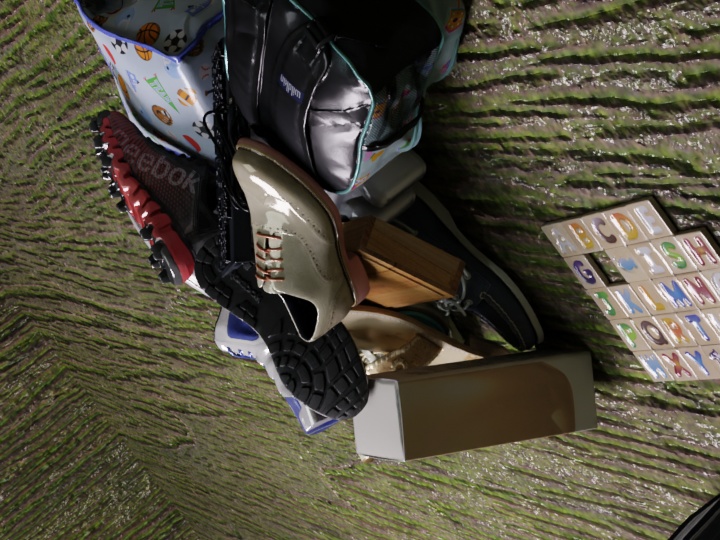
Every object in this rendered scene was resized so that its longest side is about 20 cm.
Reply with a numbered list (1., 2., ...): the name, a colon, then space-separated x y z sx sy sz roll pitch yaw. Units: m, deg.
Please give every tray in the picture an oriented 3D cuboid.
1. tray: 0.000 0.000 1.357 0.098 0.037 0.200 26 164 -21

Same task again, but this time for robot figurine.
1. robot figurine: -0.035 -0.123 1.335 0.200 0.113 0.170 42 143 16

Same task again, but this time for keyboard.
1. keyboard: -0.119 -0.101 1.287 0.104 0.039 0.202 149 118 -66

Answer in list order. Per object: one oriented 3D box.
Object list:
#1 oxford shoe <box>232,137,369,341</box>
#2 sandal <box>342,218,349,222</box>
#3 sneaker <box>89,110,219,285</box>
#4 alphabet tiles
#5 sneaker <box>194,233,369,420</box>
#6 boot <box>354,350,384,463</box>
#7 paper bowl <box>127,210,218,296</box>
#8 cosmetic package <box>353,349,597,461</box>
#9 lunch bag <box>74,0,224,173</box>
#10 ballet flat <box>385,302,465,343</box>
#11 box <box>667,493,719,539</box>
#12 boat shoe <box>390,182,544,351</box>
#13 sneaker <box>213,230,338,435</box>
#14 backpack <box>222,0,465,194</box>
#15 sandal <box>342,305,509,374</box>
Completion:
1. oxford shoe: -0.055 -0.021 1.224 0.070 0.074 0.201 17 149 43
2. sandal: -0.006 -0.036 1.430 0.075 0.045 0.199 22 175 41
3. sneaker: -0.186 -0.082 1.451 0.201 0.097 0.071 55 165 26
4. alphabet tiles: 0.236 0.019 1.186 0.168 0.008 0.200 53 160 -9
5. sneaker: -0.055 0.044 1.352 0.200 0.076 0.087 49 -169 12
6. boot: 0.015 0.096 1.541 0.072 0.200 0.156 -30 93 26
7. paper bowl: -0.141 -0.073 1.576 0.200 0.104 0.201 36 -154 -21
8. cosmetic package: 0.100 0.118 1.357 0.105 0.198 0.072 175 88 -66
9. lunch bag: -0.177 -0.200 1.463 0.199 0.124 0.171 20 147 38
10. ballet flat: 0.064 0.057 1.492 0.069 0.070 0.200 35 169 33
11. box: 0.345 0.289 1.281 0.200 0.117 0.197 46 159 11
12. boat shoe: 0.084 0.003 1.389 0.200 0.062 0.075 49 160 1
13. sneaker: -0.077 0.068 1.474 0.115 0.080 0.201 -41 68 47
14. backpack: -0.019 -0.165 1.169 0.176 0.153 0.201 41 148 17
15. sandal: 0.045 0.090 1.410 0.210 0.070 0.078 14 150 -20
